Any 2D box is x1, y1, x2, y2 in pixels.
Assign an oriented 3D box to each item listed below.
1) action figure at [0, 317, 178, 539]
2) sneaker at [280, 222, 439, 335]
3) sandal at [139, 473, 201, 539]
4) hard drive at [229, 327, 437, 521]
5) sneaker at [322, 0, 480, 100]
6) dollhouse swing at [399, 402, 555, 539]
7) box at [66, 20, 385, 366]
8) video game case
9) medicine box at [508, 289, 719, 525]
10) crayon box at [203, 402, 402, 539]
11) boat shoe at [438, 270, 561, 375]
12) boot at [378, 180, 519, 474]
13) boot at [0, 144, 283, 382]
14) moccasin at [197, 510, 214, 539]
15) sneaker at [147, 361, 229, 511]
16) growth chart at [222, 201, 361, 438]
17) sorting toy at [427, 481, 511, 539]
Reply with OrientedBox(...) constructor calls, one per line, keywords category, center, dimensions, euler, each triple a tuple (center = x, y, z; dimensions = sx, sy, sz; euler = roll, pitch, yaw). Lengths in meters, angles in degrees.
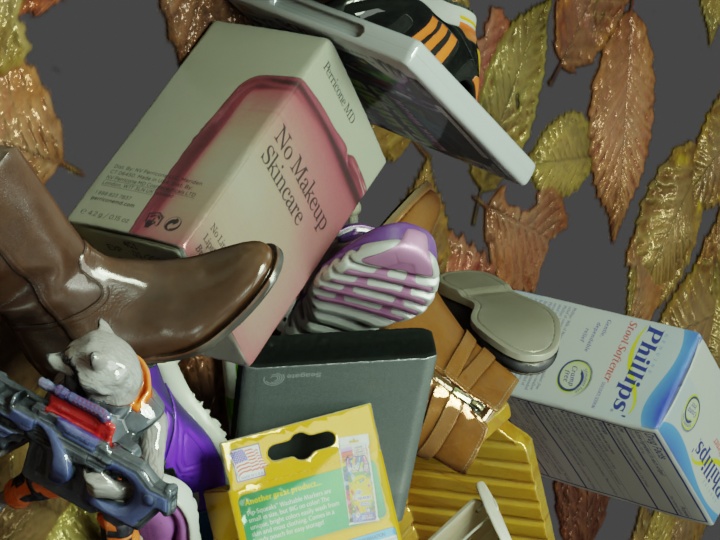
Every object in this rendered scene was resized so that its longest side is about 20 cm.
OrientedBox(category="action figure", center=(-0.191, 0.102, 1.355), dimensions=(0.105, 0.199, 0.194), euler=(-48, 167, -47))
OrientedBox(category="sneaker", center=(0.000, 0.000, 1.543), dimensions=(0.080, 0.200, 0.089), euler=(20, 63, -14))
OrientedBox(category="sandal", center=(-0.143, 0.217, 1.502), dimensions=(0.204, 0.082, 0.050), euler=(78, 22, -44))
OrientedBox(category="hard drive", center=(-0.026, 0.119, 1.569), dimensions=(0.201, 0.138, 0.033), euler=(99, -16, -47))
OrientedBox(category="sneaker", center=(0.038, -0.163, 1.650), dimensions=(0.199, 0.069, 0.091), euler=(2, 74, -58))
OrientedBox(category="dollhouse swing", center=(0.038, 0.229, 1.728), dimensions=(0.176, 0.180, 0.201), euler=(-58, 143, -44))
OrientedBox(category="box", center=(-0.089, -0.055, 1.486), dimensions=(0.201, 0.108, 0.128), euler=(-57, 140, -28))
OrientedBox(category="video game case", center=(0.015, -0.137, 1.548), dimensions=(0.023, 0.181, 0.200), euler=(-60, 144, -6))
OrientedBox(category="medicine box", center=(0.227, 0.123, 1.927), dimensions=(0.104, 0.199, 0.182), euler=(-62, 144, -21))
OrientedBox(category="crayon box", center=(-0.032, 0.206, 1.511), dimensions=(0.125, 0.051, 0.202), euler=(-12, 90, -28))
OrientedBox(category="boat shoe", center=(0.113, 0.056, 1.762), dimensions=(0.072, 0.200, 0.063), euler=(-5, 108, -16))
OrientedBox(category="boot", center=(0.058, 0.045, 1.656), dimensions=(0.201, 0.154, 0.077), euler=(-62, 179, -21))
OrientedBox(category="boot", center=(-0.170, -0.023, 1.316), dimensions=(0.200, 0.185, 0.064), euler=(54, 13, -34))
OrientedBox(category="moccasin", center=(-0.098, 0.243, 1.613), dimensions=(0.068, 0.080, 0.201), euler=(-42, 146, -44))
OrientedBox(category="sneaker", center=(-0.161, 0.108, 1.478), dimensions=(0.100, 0.069, 0.201), euler=(-46, 132, -28))
OrientedBox(category="growth chart", center=(-0.051, 0.039, 1.654), dimensions=(0.200, 0.018, 0.146), euler=(-40, 132, -46))
OrientedBox(category="sorting toy", center=(0.073, 0.299, 1.650), dimensions=(0.200, 0.180, 0.107), euler=(-43, 120, 9))
